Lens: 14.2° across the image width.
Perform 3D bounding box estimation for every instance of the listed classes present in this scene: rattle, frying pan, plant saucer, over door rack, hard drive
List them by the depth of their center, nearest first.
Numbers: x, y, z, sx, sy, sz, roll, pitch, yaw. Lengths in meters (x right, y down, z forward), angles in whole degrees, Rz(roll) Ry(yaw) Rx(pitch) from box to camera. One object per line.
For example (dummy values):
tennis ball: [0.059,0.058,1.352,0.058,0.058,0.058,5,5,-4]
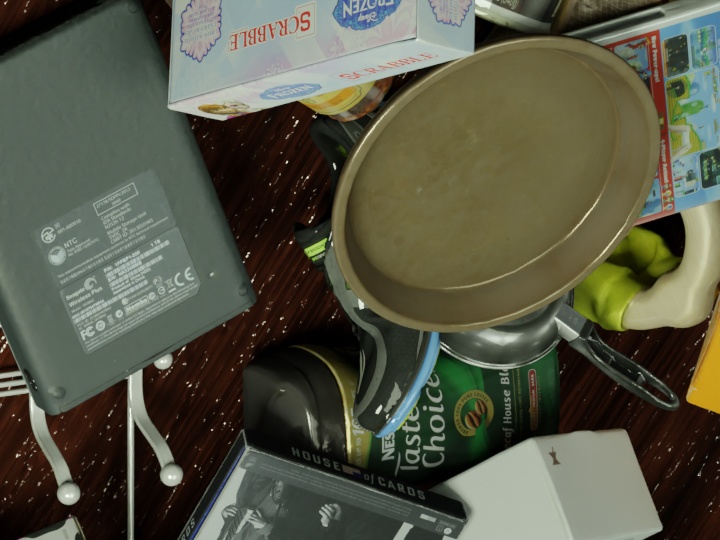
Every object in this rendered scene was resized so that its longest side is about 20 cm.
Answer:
hard drive: [-0.151,-0.040,1.590,0.139,0.033,0.200,-29,115,-20]
plant saucer: [0.073,-0.052,1.615,0.200,0.029,0.200,-15,132,-17]
over door rack: [-0.183,0.140,1.671,0.148,0.067,0.200,-7,118,-32]
frying pan: [0.103,0.033,1.761,0.115,0.190,0.031,-35,172,-29]
rattle: [0.192,-0.069,1.821,0.143,0.130,0.200,-12,98,-39]

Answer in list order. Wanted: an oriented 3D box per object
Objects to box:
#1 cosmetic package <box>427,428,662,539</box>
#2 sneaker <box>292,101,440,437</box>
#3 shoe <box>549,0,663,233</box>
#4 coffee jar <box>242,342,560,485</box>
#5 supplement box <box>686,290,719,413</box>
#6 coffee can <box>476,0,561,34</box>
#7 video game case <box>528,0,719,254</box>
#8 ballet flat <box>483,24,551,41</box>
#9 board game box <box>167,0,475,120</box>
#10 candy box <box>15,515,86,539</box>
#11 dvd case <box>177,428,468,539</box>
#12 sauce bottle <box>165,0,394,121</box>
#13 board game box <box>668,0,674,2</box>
cosmetic package: [0.073,0.168,1.779,0.200,0.071,0.101,-31,162,36]
sneaker: [0.000,0.000,1.690,0.083,0.071,0.200,1,79,-21]
shoe: [0.135,-0.106,1.687,0.070,0.053,0.200,-6,127,-11]
coffee jar: [0.022,0.087,1.772,0.200,0.085,0.104,-12,108,-30]
supplement box: [0.271,-0.016,1.793,0.126,0.073,0.200,102,11,-51]
coffee can: [0.081,-0.249,1.596,0.146,0.146,0.200,16,104,-40]
video game case: [0.134,-0.078,1.659,0.200,0.017,0.143,-17,131,-8]
ballet flat: [0.121,-0.159,1.721,0.068,0.072,0.200,21,101,-43]
board game box: [-0.020,-0.191,1.471,0.041,0.200,0.200,11,77,-39]
candy box: [-0.229,0.236,1.638,0.200,0.061,0.136,-22,135,-8]
dvd case: [-0.048,0.197,1.726,0.150,0.025,0.200,20,117,-22]
sauce bottle: [-0.064,-0.148,1.604,0.200,0.066,0.066,28,96,-39]
board game box: [0.263,-0.196,1.824,0.153,0.040,0.200,-28,127,-21]
